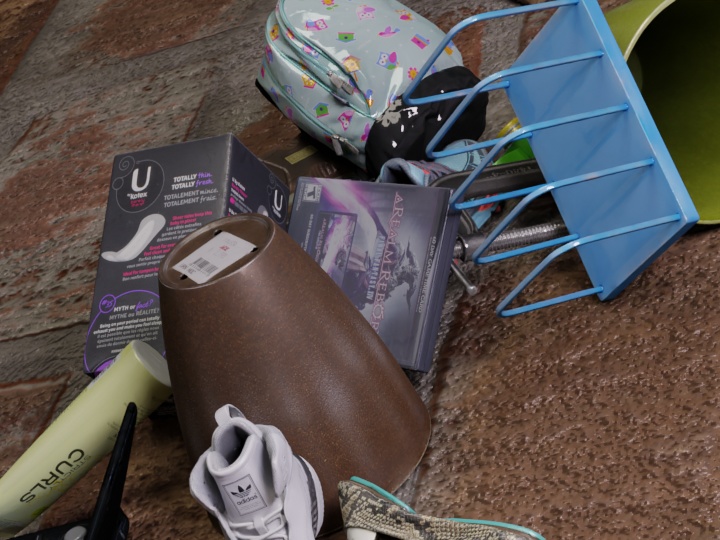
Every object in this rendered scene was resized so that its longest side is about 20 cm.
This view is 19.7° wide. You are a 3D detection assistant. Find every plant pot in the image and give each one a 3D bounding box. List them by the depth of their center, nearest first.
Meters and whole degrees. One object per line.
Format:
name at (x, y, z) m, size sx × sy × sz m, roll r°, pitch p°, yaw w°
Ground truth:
plant pot at (-0.068, 0.066, 1.534) m, size 0.185 × 0.201 × 0.187 m, roll -19°, pitch 30°, yaw 11°
plant pot at (0.239, -0.146, 1.692) m, size 0.186 × 0.188 × 0.200 m, roll -32°, pitch 20°, yaw -14°

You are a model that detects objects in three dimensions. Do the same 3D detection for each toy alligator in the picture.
toy alligator at (0.175, -0.120, 1.817) m, size 0.200 × 0.059 × 0.054 m, roll -37°, pitch -12°, yaw -31°

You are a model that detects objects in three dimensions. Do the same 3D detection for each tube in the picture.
tube at (-0.224, 0.139, 1.607) m, size 0.200 × 0.058 × 0.052 m, roll -44°, pitch 23°, yaw 11°

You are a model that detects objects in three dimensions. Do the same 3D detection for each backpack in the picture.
backpack at (0.003, -0.174, 1.863) m, size 0.200 × 0.127 × 0.166 m, roll 38°, pitch 43°, yaw 23°

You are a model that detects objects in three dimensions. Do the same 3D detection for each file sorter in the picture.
file sorter at (0.134, -0.083, 1.556) m, size 0.122 × 0.201 × 0.139 m, roll -14°, pitch -19°, yaw -28°

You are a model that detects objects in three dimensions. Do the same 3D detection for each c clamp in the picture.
c clamp at (0.137, -0.040, 1.679) m, size 0.198 × 0.027 × 0.171 m, roll -15°, pitch 34°, yaw -20°

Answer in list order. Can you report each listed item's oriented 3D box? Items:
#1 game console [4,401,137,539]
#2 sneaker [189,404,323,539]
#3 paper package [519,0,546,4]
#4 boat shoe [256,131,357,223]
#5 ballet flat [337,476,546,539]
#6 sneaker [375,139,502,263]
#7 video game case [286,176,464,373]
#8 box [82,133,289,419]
game console at (-0.235, 0.212, 1.507) m, size 0.174 × 0.117 × 0.201 m, roll -15°, pitch 29°, yaw 17°
sneaker at (-0.064, 0.186, 1.379) m, size 0.075 × 0.115 × 0.201 m, roll -19°, pitch 50°, yaw 11°
paper package at (0.188, -0.380, 2.178) m, size 0.190 × 0.104 × 0.200 m, roll -34°, pitch 30°, yaw -13°
boat shoe at (-0.043, -0.084, 1.901) m, size 0.199 × 0.077 × 0.072 m, roll -22°, pitch 54°, yaw -39°
ballet flat at (0.040, 0.191, 1.392) m, size 0.199 × 0.068 × 0.076 m, roll 12°, pitch 61°, yaw 45°
sneaker at (0.059, -0.063, 1.758) m, size 0.079 × 0.096 × 0.200 m, roll -5°, pitch 34°, yaw 31°
video game case at (0.000, 0.000, 1.671) m, size 0.199 × 0.019 × 0.144 m, roll 7°, pitch 84°, yaw 52°
box at (-0.140, 0.006, 1.704) m, size 0.121 × 0.106 × 0.202 m, roll -7°, pitch 63°, yaw 26°
